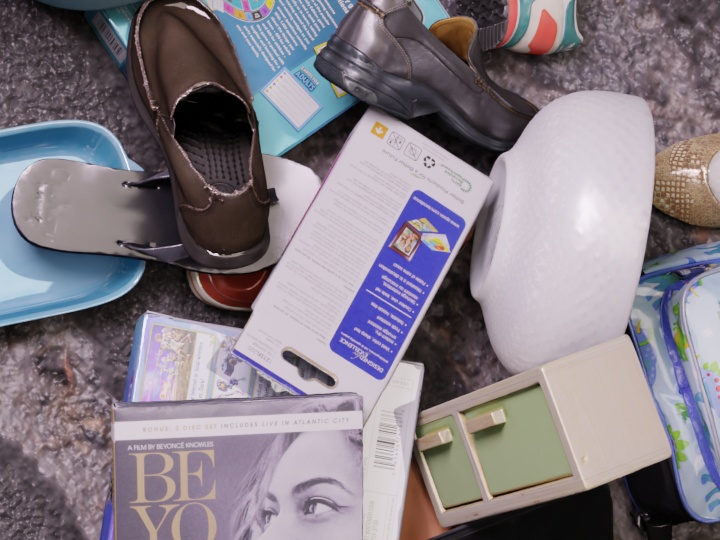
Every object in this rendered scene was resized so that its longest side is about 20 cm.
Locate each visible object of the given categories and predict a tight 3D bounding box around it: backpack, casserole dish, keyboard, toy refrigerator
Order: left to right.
[{"bbox_3d":[-0.228,-0.024,1.394,0.199,0.039,0.122,-12,85,-16],"label":"casserole dish"},{"bbox_3d":[0.094,0.213,1.418,0.199,0.021,0.128,-13,106,-41],"label":"keyboard"},{"bbox_3d":[0.099,0.101,1.329,0.070,0.200,0.076,-18,86,-24],"label":"toy refrigerator"},{"bbox_3d":[0.271,0.065,1.465,0.199,0.147,0.184,-17,89,-21],"label":"backpack"}]

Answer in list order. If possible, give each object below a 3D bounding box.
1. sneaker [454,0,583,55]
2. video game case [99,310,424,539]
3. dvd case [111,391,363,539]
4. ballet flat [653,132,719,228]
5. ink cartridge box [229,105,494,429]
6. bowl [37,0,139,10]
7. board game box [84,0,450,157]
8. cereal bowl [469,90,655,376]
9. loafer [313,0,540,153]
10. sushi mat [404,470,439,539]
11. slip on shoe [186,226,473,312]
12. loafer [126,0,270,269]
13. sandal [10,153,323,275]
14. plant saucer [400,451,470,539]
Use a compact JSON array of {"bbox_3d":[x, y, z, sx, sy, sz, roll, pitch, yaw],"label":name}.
[{"bbox_3d":[0.118,-0.242,1.519,0.093,0.070,0.201,8,77,-32],"label":"sneaker"},{"bbox_3d":[-0.065,0.141,1.360,0.180,0.045,0.202,11,79,-14],"label":"video game case"},{"bbox_3d":[-0.071,0.174,1.305,0.147,0.016,0.202,-2,99,-11],"label":"dvd case"},{"bbox_3d":[0.297,-0.065,1.534,0.198,0.065,0.071,-1,82,-16],"label":"ballet flat"},{"bbox_3d":[0.000,0.000,1.368,0.094,0.037,0.201,32,61,-6],"label":"ink cartridge box"},{"bbox_3d":[-0.168,-0.240,1.387,0.199,0.105,0.202,-3,53,4],"label":"bowl"},{"bbox_3d":[-0.057,-0.162,1.458,0.199,0.047,0.151,-35,93,-18],"label":"board game box"},{"bbox_3d":[0.121,-0.022,1.410,0.083,0.200,0.202,12,78,-7],"label":"cereal bowl"},{"bbox_3d":[0.059,-0.129,1.430,0.199,0.073,0.073,15,108,-51],"label":"loafer"},{"bbox_3d":[0.000,0.137,1.446,0.199,0.012,0.096,33,75,-8],"label":"sushi mat"},{"bbox_3d":[-0.017,-0.020,1.441,0.199,0.061,0.075,-10,86,-16],"label":"slip on shoe"},{"bbox_3d":[-0.092,-0.099,1.348,0.072,0.072,0.201,-10,58,-18],"label":"loafer"},{"bbox_3d":[-0.117,-0.035,1.380,0.199,0.043,0.077,-2,86,-13],"label":"sandal"},{"bbox_3d":[-0.020,0.175,1.410,0.199,0.037,0.202,2,82,-13],"label":"plant saucer"}]
